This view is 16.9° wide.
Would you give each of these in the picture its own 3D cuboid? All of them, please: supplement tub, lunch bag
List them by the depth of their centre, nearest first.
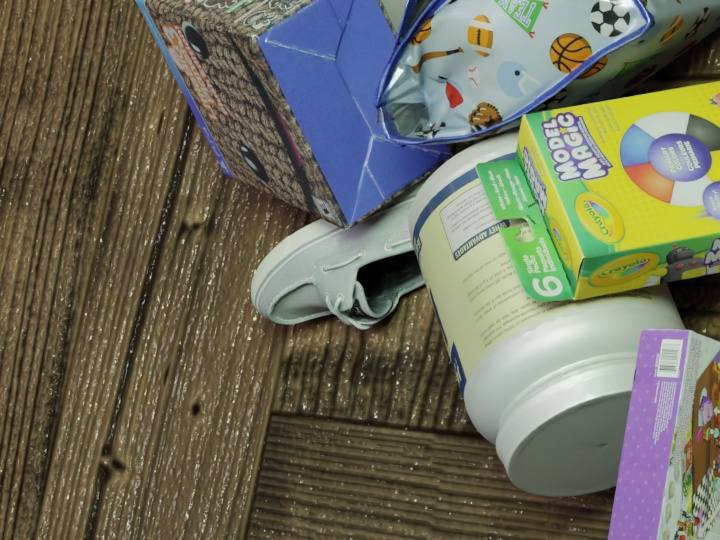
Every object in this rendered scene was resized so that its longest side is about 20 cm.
[{"bbox_3d":[0.122,0.026,1.528,0.145,0.145,0.200,-39,51,30],"label":"supplement tub"},{"bbox_3d":[0.117,-0.153,1.560,0.200,0.170,0.124,-38,77,31],"label":"lunch bag"}]

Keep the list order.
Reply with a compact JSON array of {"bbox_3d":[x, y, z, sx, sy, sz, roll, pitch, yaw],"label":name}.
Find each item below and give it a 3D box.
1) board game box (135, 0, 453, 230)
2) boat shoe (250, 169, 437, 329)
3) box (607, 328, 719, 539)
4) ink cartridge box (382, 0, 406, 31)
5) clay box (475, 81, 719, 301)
[{"bbox_3d":[-0.049,-0.137,1.706,0.097,0.159,0.200,-35,26,-17],"label":"board game box"},{"bbox_3d":[0.001,0.000,1.715,0.201,0.070,0.072,-30,51,32],"label":"boat shoe"},{"bbox_3d":[0.201,0.145,1.412,0.039,0.137,0.200,1,77,45],"label":"box"},{"bbox_3d":[0.017,-0.285,1.787,0.200,0.087,0.145,-56,45,14],"label":"ink cartridge box"},{"bbox_3d":[0.180,-0.051,1.470,0.048,0.200,0.115,99,156,-52],"label":"clay box"}]
